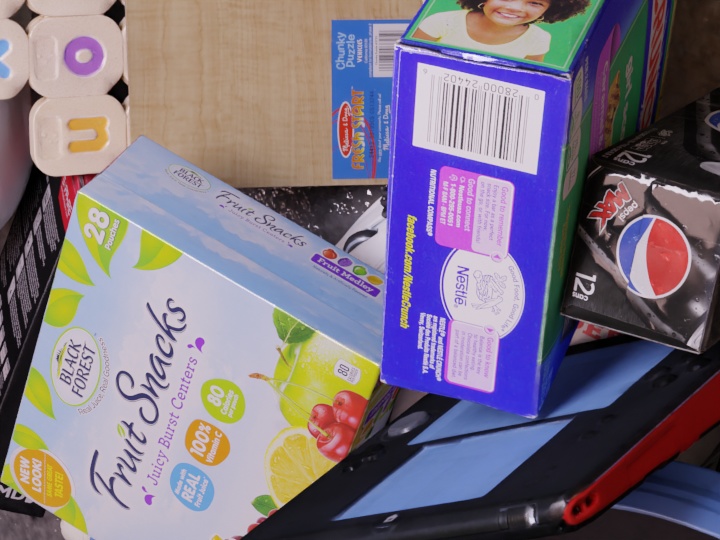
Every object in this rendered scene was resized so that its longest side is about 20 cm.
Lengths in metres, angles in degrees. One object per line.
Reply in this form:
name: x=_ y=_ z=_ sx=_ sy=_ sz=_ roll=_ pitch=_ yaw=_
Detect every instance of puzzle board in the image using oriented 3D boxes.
puzzle board: x=-0.043 y=-0.141 z=1.178 sx=0.149 sy=0.017 sz=0.202 roll=-1 pitch=104 yaw=-2

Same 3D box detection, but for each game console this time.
game console: x=0.063 y=0.072 z=0.986 sx=0.199 sy=0.176 sz=0.031 roll=-16 pitch=99 yaw=45

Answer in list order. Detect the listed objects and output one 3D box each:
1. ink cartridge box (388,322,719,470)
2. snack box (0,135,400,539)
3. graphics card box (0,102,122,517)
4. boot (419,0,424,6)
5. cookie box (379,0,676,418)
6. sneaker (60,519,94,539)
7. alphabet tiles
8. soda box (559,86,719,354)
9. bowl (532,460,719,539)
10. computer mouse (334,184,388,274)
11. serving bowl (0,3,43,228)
ink cartridge box: x=0.095 y=0.080 z=1.138 sx=0.145 sy=0.084 sz=0.201 roll=27 pitch=115 yaw=26
snack box: x=-0.075 y=0.061 z=1.149 sx=0.168 sy=0.068 sz=0.201 roll=30 pitch=128 yaw=10
graphics card box: x=-0.167 y=0.018 z=1.283 sx=0.126 sy=0.051 sz=0.201 roll=-110 pitch=40 yaw=-56
boot: x=0.108 y=-0.180 z=1.078 sx=0.155 sy=0.073 sz=0.202 roll=14 pitch=106 yaw=30
cookie box: x=0.076 y=-0.069 z=0.993 sx=0.075 sy=0.200 sz=0.172 roll=14 pitch=130 yaw=14
sneaker: x=-0.085 y=0.091 z=1.270 sx=0.111 sy=0.077 sz=0.201 roll=31 pitch=114 yaw=22
alphabet tiles: x=-0.122 y=-0.150 z=1.183 sx=0.015 sy=0.194 sz=0.202 roll=-154 pitch=60 yaw=-64
soda box: x=0.155 y=-0.029 z=0.999 sx=0.063 sy=0.200 sz=0.071 roll=18 pitch=112 yaw=22
bowl: x=0.135 y=0.156 z=1.010 sx=0.199 sy=0.039 sz=0.201 roll=17 pitch=138 yaw=16
computer mouse: x=0.000 y=0.000 z=1.168 sx=0.044 sy=0.110 sz=0.201 roll=14 pitch=130 yaw=-10
serving bowl: x=-0.203 y=-0.107 z=1.254 sx=0.065 sy=0.200 sz=0.202 roll=-1 pitch=103 yaw=-1
